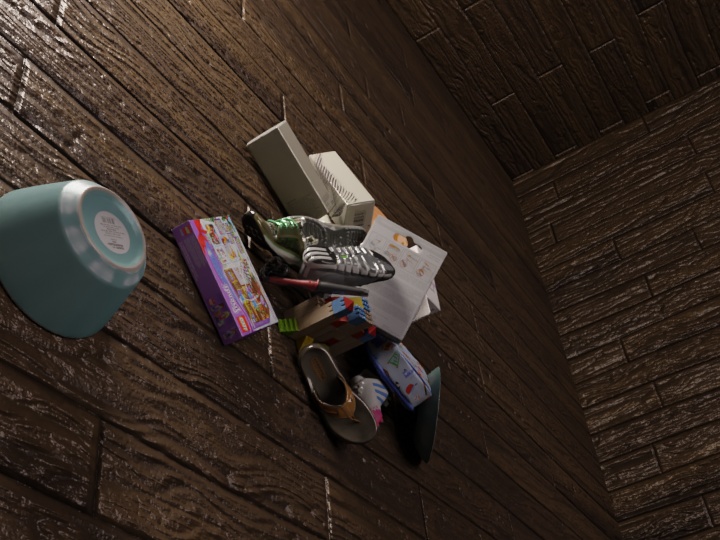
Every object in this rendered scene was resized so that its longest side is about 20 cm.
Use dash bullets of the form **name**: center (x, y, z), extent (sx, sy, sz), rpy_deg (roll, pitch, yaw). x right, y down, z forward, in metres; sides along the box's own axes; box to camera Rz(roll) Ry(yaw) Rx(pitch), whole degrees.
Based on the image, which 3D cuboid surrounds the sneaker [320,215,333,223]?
- **sneaker**: center (-0.036, -0.042, 1.833), extent (0.070, 0.093, 0.201), rpy_deg (38, 33, -50)

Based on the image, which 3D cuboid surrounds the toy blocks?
- **toy blocks**: center (-0.041, 0.093, 1.599), extent (0.200, 0.136, 0.100), rpy_deg (35, 35, -54)

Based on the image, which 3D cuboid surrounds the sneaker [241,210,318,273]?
- **sneaker**: center (-0.142, -0.071, 1.590), extent (0.077, 0.089, 0.200), rpy_deg (28, -9, 36)

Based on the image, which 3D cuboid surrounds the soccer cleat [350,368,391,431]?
- **soccer cleat**: center (0.003, 0.248, 1.637), extent (0.087, 0.070, 0.200), rpy_deg (53, 16, -5)

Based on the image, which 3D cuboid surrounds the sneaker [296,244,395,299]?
- **sneaker**: center (-0.038, 0.016, 1.644), extent (0.199, 0.116, 0.075), rpy_deg (8, 35, -32)

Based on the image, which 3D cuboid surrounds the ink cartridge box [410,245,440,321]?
- **ink cartridge box**: center (0.115, 0.055, 2.054), extent (0.067, 0.116, 0.201), rpy_deg (42, 31, -44)

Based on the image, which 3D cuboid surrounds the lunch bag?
- **lunch bag**: center (0.065, 0.185, 1.775), extent (0.160, 0.075, 0.200), rpy_deg (50, 2, -20)

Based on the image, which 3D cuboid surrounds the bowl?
- **bowl**: center (-0.339, -0.030, 1.067), extent (0.201, 0.105, 0.201), rpy_deg (49, 25, -32)

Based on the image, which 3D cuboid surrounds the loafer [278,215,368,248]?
- **loafer**: center (-0.083, -0.063, 1.717), extent (0.199, 0.070, 0.076), rpy_deg (9, 87, -27)

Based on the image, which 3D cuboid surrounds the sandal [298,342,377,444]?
- **sandal**: center (-0.041, 0.216, 1.519), extent (0.201, 0.081, 0.055), rpy_deg (62, -9, 1)

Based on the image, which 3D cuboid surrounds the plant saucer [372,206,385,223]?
- **plant saucer**: center (0.020, -0.107, 2.060), extent (0.200, 0.032, 0.201), rpy_deg (36, 27, -22)

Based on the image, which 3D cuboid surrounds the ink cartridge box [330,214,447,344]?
- **ink cartridge box**: center (0.054, 0.019, 1.705), extent (0.162, 0.201, 0.057), rpy_deg (29, -18, 2)

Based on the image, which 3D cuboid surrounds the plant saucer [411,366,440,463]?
- **plant saucer**: center (0.133, 0.298, 1.822), extent (0.201, 0.038, 0.202), rpy_deg (-172, -90, -90)

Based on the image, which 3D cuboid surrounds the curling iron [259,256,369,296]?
- **curling iron**: center (-0.082, 0.018, 1.547), extent (0.026, 0.199, 0.050), rpy_deg (83, 22, -77)

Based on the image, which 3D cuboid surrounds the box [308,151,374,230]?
- **box**: center (-0.045, -0.167, 1.865), extent (0.200, 0.068, 0.083), rpy_deg (53, -35, 43)

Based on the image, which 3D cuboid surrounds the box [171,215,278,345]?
- **box**: center (-0.216, 0.011, 1.410), extent (0.201, 0.039, 0.137), rpy_deg (65, 20, 2)

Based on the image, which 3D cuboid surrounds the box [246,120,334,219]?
- **box**: center (-0.138, -0.192, 1.761), extent (0.201, 0.082, 0.068), rpy_deg (61, 21, -13)

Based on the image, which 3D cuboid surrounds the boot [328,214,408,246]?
- **boot**: center (0.024, -0.072, 1.934), extent (0.202, 0.143, 0.071), rpy_deg (67, -16, -10)
